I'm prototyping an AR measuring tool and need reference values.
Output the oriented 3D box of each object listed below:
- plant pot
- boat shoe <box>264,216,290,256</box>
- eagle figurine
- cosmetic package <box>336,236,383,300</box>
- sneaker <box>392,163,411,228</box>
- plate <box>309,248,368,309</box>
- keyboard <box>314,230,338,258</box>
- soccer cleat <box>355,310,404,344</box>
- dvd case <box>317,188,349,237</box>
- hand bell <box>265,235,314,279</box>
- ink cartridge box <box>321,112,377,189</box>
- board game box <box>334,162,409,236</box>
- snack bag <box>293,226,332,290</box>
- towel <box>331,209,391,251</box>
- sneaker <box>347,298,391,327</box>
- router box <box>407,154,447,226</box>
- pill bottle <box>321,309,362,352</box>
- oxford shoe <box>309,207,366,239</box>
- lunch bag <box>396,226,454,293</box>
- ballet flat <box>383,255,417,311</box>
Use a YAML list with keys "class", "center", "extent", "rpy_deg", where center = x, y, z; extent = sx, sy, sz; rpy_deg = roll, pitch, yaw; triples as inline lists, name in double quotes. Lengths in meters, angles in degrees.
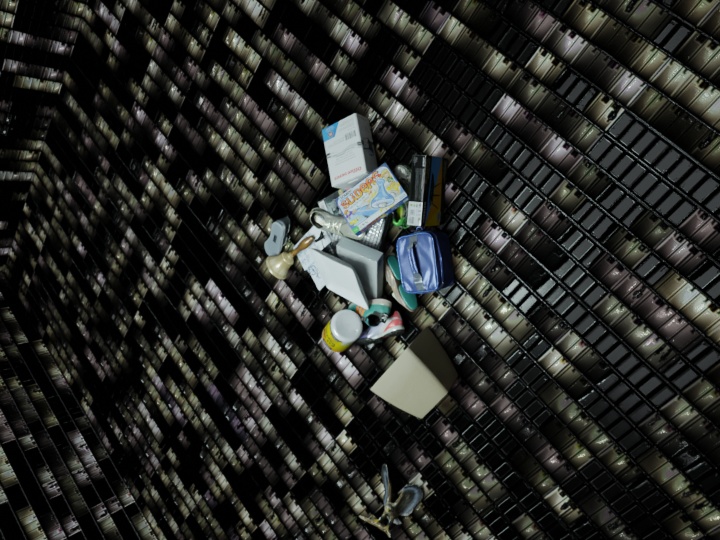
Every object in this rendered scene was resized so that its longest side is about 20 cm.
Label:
- class: "plant pot"
  center: [0.182, 0.329, 1.609]
  extent: [0.177, 0.199, 0.200]
  rpy_deg: [43, 117, 9]
- class: "boat shoe"
  center: [-0.304, -0.125, 1.938]
  extent: [0.073, 0.068, 0.200]
  rpy_deg: [36, 139, 13]
- class: "eagle figurine"
  center: [0.111, 0.783, 1.763]
  extent: [0.151, 0.151, 0.202]
  rpy_deg: [28, 80, -14]
- class: "cosmetic package"
  center: [0.000, 0.000, 1.692]
  extent: [0.150, 0.052, 0.201]
  rpy_deg: [22, 142, 20]
- class: "sneaker"
  center: [0.133, -0.232, 1.623]
  extent: [0.077, 0.085, 0.203]
  rpy_deg: [-3, 94, 33]
- class: "plate"
  center: [-0.061, 0.021, 1.673]
  extent: [0.198, 0.032, 0.201]
  rpy_deg: [25, 150, 36]
- class: "keyboard"
  center: [-0.122, -0.062, 1.747]
  extent: [0.128, 0.020, 0.200]
  rpy_deg: [68, 160, 3]
- class: "soccer cleat"
  center: [0.060, 0.197, 1.747]
  extent: [0.199, 0.068, 0.074]
  rpy_deg: [-24, 63, 34]
- class: "dvd case"
  center: [-0.049, -0.209, 1.786]
  extent: [0.199, 0.022, 0.147]
  rpy_deg: [-25, 82, 32]
- class: "hand bell"
  center: [-0.240, -0.065, 1.879]
  extent: [0.199, 0.104, 0.105]
  rpy_deg: [-38, 75, 27]
- class: "ink cartridge box"
  center: [-0.033, -0.385, 1.703]
  extent: [0.145, 0.086, 0.202]
  rpy_deg: [-16, 82, 34]
- class: "board game box"
  center: [0.034, -0.218, 1.603]
  extent: [0.199, 0.034, 0.136]
  rpy_deg: [-36, 70, 10]
- class: "snack bag"
  center: [-0.146, -0.050, 1.857]
  extent: [0.188, 0.021, 0.201]
  rpy_deg: [-39, 74, 38]
- class: "towel"
  center: [0.005, -0.139, 1.706]
  extent: [0.164, 0.086, 0.202]
  rpy_deg: [23, 118, 14]
- class: "sneaker"
  center: [0.020, 0.146, 1.724]
  extent: [0.199, 0.071, 0.081]
  rpy_deg: [-16, 53, 50]
- class: "router box"
  center: [0.199, -0.235, 1.540]
  extent: [0.051, 0.149, 0.203]
  rpy_deg: [10, 102, 32]
- class: "pill bottle"
  center: [-0.068, 0.211, 1.761]
  extent: [0.110, 0.108, 0.200]
  rpy_deg: [60, 155, 12]
- class: "oxford shoe"
  center: [-0.078, -0.144, 1.658]
  extent: [0.198, 0.058, 0.076]
  rpy_deg: [22, 115, 12]
- class: "lunch bag"
  center: [0.193, -0.033, 1.580]
  extent: [0.135, 0.132, 0.202]
  rpy_deg: [-10, 91, 34]
- class: "ballet flat"
  center: [0.123, 0.048, 1.688]
  extent: [0.067, 0.068, 0.202]
  rpy_deg: [-39, 68, 51]
